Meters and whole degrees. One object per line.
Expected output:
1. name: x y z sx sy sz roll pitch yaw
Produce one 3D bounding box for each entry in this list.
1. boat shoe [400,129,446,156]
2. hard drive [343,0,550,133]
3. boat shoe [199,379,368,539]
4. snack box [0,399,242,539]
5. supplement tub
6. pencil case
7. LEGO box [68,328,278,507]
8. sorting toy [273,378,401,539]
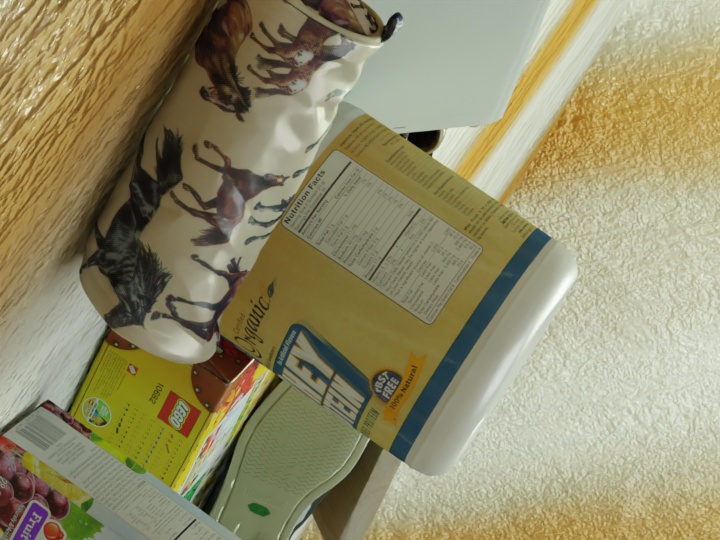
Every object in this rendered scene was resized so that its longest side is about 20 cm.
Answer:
1. boat shoe: 0.022 -0.098 1.339 0.200 0.073 0.075 -48 170 -52
2. hard drive: 0.030 -0.127 1.101 0.200 0.131 0.026 108 -26 -68
3. boat shoe: -0.053 0.123 1.255 0.201 0.072 0.068 -58 -169 5
4. snack box: -0.133 0.195 1.068 0.169 0.199 0.068 -60 173 27
5. supplement tub: 0.000 0.000 1.090 0.145 0.199 0.145 -55 173 -10
6. pencil case: -0.060 -0.052 0.937 0.089 0.078 0.201 -6 131 -56
7. LEGO box: -0.115 0.086 1.208 0.201 0.077 0.149 -60 172 32
8. sorting toy: -0.027 0.048 1.353 0.200 0.069 0.200 -65 -149 25
